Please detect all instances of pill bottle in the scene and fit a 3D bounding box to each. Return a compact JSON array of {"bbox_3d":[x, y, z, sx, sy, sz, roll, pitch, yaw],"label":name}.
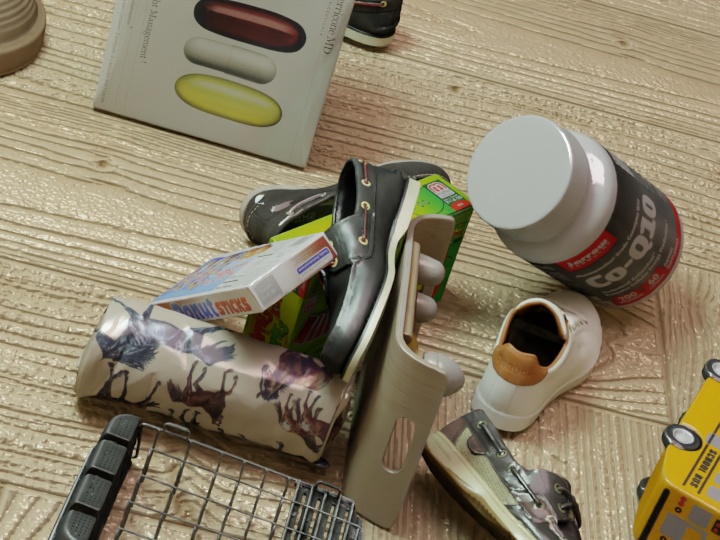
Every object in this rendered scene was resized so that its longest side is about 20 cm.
[{"bbox_3d":[0.177,-0.048,1.611,0.114,0.114,0.200,46,11,36],"label":"pill bottle"}]

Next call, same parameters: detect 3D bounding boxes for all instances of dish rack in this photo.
[{"bbox_3d":[-0.099,0.176,1.287,0.199,0.055,0.154,20,35,-1],"label":"dish rack"}]

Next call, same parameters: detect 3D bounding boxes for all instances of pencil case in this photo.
[{"bbox_3d":[-0.106,0.079,1.401,0.199,0.090,0.078,16,62,-2],"label":"pencil case"}]

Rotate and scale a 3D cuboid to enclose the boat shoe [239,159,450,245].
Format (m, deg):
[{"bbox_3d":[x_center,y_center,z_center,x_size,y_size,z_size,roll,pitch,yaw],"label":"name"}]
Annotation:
[{"bbox_3d":[-0.003,-0.047,1.636,0.199,0.067,0.057,-10,32,-27],"label":"boat shoe"}]

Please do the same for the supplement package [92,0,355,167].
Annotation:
[{"bbox_3d":[-0.112,-0.228,1.734,0.199,0.192,0.147,15,34,-3],"label":"supplement package"}]

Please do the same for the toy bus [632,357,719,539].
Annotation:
[{"bbox_3d":[0.269,0.143,1.496,0.078,0.065,0.200,27,34,13],"label":"toy bus"}]

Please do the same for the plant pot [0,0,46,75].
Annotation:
[{"bbox_3d":[-0.375,-0.262,1.748,0.200,0.093,0.201,13,34,-9],"label":"plant pot"}]

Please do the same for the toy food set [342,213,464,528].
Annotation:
[{"bbox_3d":[0.039,0.069,1.422,0.060,0.144,0.200,15,33,-4],"label":"toy food set"}]

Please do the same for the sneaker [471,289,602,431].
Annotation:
[{"bbox_3d":[0.155,0.051,1.559,0.073,0.085,0.200,24,31,12],"label":"sneaker"}]

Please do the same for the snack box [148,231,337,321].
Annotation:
[{"bbox_3d":[-0.090,0.008,1.419,0.072,0.200,0.024,-37,102,-24],"label":"snack box"}]

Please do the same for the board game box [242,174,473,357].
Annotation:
[{"bbox_3d":[0.000,0.000,1.540,0.048,0.102,0.200,38,38,26],"label":"board game box"}]

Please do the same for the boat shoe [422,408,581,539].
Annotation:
[{"bbox_3d":[0.121,0.167,1.370,0.065,0.073,0.200,-42,58,-8],"label":"boat shoe"}]

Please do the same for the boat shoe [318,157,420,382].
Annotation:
[{"bbox_3d":[-0.006,-0.002,1.405,0.063,0.074,0.202,22,44,-8],"label":"boat shoe"}]

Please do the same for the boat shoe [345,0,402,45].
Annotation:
[{"bbox_3d":[-0.053,-0.290,1.958,0.201,0.063,0.074,20,36,6],"label":"boat shoe"}]
